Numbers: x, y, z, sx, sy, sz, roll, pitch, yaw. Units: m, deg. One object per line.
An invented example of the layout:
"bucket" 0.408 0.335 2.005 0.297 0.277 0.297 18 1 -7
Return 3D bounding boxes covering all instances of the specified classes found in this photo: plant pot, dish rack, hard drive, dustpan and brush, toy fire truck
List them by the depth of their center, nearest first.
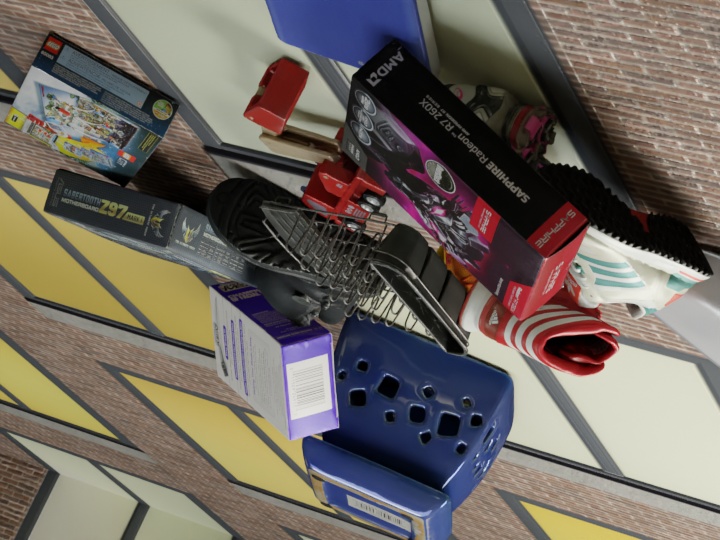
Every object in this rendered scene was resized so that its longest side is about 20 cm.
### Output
"hard drive" -0.014 -0.203 1.503 0.131 0.025 0.200 20 162 16
"dustpan and brush" 0.300 0.018 1.684 0.139 0.057 0.200 38 168 -4
"toy fire truck" -0.036 -0.102 1.788 0.140 0.049 0.200 27 163 -4
"dish rack" 0.000 0.000 1.849 0.199 0.055 0.154 13 154 39
"plant pot" 0.046 0.184 2.286 0.199 0.181 0.200 22 162 10

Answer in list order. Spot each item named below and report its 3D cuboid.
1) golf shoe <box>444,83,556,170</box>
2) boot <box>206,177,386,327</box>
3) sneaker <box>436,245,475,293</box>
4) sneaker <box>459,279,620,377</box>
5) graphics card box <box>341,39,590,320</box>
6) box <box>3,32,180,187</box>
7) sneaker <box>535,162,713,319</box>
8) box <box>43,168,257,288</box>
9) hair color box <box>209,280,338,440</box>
"golf shoe" 0.101 -0.081 1.633 0.092 0.073 0.200 26 154 17
"boot" -0.079 -0.011 2.064 0.199 0.077 0.168 23 160 -14
"sneaker" 0.108 -0.014 1.812 0.077 0.073 0.200 38 158 -7
"sneaker" 0.176 0.044 1.714 0.115 0.079 0.199 35 -150 29
"graphics card box" 0.073 -0.064 1.536 0.200 0.051 0.126 46 162 12
"box" -0.257 -0.148 1.978 0.136 0.038 0.200 28 162 -10
"sneaker" 0.180 -0.011 1.608 0.199 0.071 0.093 21 126 -40
"box" -0.201 -0.041 2.119 0.157 0.051 0.200 17 176 28
"hair color box" -0.093 0.089 2.211 0.064 0.110 0.200 -14 -156 -24
